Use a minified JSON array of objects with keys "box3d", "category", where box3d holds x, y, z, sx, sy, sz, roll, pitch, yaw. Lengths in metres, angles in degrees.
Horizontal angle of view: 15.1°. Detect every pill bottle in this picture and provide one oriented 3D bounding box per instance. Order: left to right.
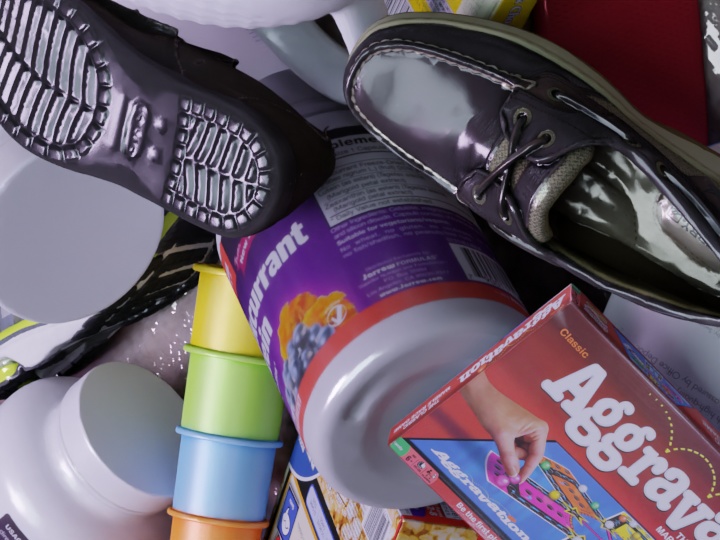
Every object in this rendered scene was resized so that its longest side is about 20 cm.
[{"box3d":[-0.178,-0.061,1.313,0.200,0.116,0.117,42,126,49],"category":"pill bottle"},{"box3d":[-0.169,0.130,1.400,0.200,0.112,0.113,-39,78,36],"category":"pill bottle"},{"box3d":[0.000,0.000,1.207,0.112,0.111,0.200,-62,36,30],"category":"pill bottle"}]

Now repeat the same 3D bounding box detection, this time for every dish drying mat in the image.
[{"box3d":[0.107,-0.127,1.164,0.018,0.076,0.201,-160,62,-68],"category":"dish drying mat"}]

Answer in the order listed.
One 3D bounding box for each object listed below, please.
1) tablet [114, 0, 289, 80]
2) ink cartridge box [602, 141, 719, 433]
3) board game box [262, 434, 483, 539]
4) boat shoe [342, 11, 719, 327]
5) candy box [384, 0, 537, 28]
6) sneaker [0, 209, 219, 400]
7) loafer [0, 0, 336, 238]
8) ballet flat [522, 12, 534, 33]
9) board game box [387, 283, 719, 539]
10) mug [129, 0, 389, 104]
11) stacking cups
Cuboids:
[{"box3d":[-0.113,-0.146,1.286,0.130,0.014,0.200,-19,121,36],"category":"tablet"},{"box3d":[0.157,0.058,1.171,0.116,0.067,0.201,34,119,23],"category":"ink cartridge box"},{"box3d":[-0.009,0.160,1.278,0.152,0.046,0.201,-114,38,-57],"category":"board game box"},{"box3d":[0.081,-0.041,1.086,0.199,0.065,0.073,25,115,7],"category":"boat shoe"},{"box3d":[0.015,-0.165,1.192,0.200,0.026,0.102,64,143,30],"category":"candy box"},{"box3d":[-0.145,-0.005,1.375,0.200,0.074,0.081,-33,78,35],"category":"sneaker"},{"box3d":[-0.091,-0.071,1.190,0.200,0.071,0.073,34,114,31],"category":"loafer"},{"box3d":[0.077,-0.123,1.187,0.063,0.069,0.201,-3,102,19],"category":"ballet flat"},{"box3d":[0.116,0.106,1.127,0.103,0.019,0.200,-40,105,21],"category":"board game box"},{"box3d":[-0.045,-0.155,1.151,0.175,0.147,0.200,29,152,53],"category":"mug"},{"box3d":[-0.068,0.098,1.322,0.060,0.060,0.201,12,94,33],"category":"stacking cups"}]
